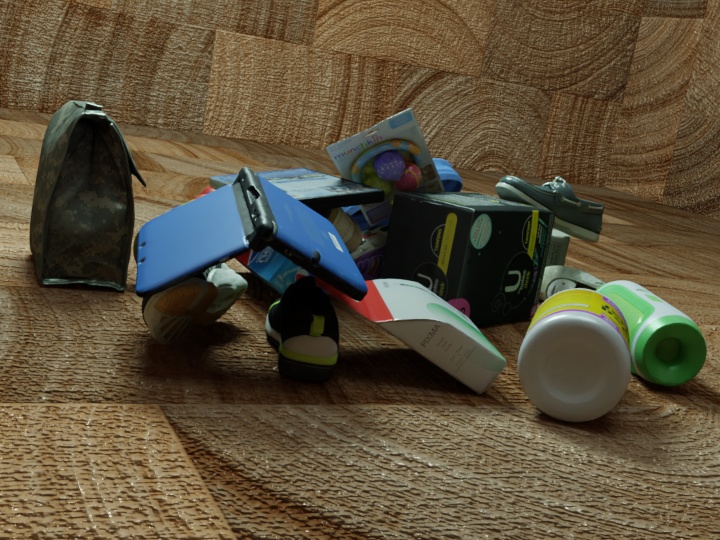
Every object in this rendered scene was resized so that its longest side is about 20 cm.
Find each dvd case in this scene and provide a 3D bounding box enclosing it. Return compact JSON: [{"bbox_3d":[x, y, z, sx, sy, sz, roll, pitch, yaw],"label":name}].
[{"bbox_3d":[-0.082,-0.100,1.175,0.142,0.018,0.200,-9,17,-30],"label":"dvd case"}]

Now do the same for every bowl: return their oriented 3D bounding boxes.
[{"bbox_3d":[0.050,-0.105,1.398,0.200,0.040,0.201,-20,-13,-5],"label":"bowl"}]

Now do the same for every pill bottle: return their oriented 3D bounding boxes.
[{"bbox_3d":[0.219,0.076,0.968,0.104,0.105,0.200,12,12,13],"label":"pill bottle"}]

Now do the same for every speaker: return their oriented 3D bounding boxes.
[{"bbox_3d":[0.334,0.070,1.137,0.088,0.089,0.200,9,11,-6],"label":"speaker"}]

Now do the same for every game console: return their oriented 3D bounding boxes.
[{"bbox_3d":[-0.106,-0.012,0.901,0.170,0.119,0.200,33,11,-21],"label":"game console"}]

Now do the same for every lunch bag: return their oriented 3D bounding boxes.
[{"bbox_3d":[-0.316,-0.096,1.107,0.117,0.201,0.164,4,12,-24],"label":"lunch bag"}]

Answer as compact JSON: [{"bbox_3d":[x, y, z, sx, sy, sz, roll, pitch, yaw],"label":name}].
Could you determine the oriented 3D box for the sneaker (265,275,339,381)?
[{"bbox_3d":[-0.049,0.044,0.949,0.071,0.083,0.200,7,12,-13],"label":"sneaker"}]

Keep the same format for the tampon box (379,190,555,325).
[{"bbox_3d":[0.138,-0.018,1.237,0.126,0.151,0.200,18,14,38],"label":"tampon box"}]

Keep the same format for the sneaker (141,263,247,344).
[{"bbox_3d":[-0.183,0.014,0.942,0.088,0.076,0.200,45,7,4],"label":"sneaker"}]

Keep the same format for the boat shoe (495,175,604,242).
[{"bbox_3d":[0.268,-0.099,1.340,0.199,0.062,0.073,23,-2,-33],"label":"boat shoe"}]

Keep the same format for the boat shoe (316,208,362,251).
[{"bbox_3d":[-0.055,-0.061,1.236,0.065,0.072,0.200,35,-4,-24],"label":"boat shoe"}]

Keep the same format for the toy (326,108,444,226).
[{"bbox_3d":[0.043,-0.115,1.227,0.115,0.047,0.200,-25,-28,5],"label":"toy"}]

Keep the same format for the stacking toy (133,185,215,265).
[{"bbox_3d":[-0.205,-0.056,1.187,0.085,0.086,0.200,11,26,7],"label":"stacking toy"}]

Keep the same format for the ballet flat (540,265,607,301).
[{"bbox_3d":[0.314,0.041,1.323,0.199,0.068,0.062,19,24,39],"label":"ballet flat"}]

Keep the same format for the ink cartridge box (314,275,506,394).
[{"bbox_3d":[0.042,0.033,0.975,0.200,0.050,0.161,37,6,-14],"label":"ink cartridge box"}]

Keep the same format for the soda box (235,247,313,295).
[{"bbox_3d":[-0.107,-0.017,1.184,0.068,0.064,0.200,42,-6,-29],"label":"soda box"}]

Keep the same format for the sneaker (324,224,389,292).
[{"bbox_3d":[0.000,0.000,1.241,0.080,0.084,0.200,-6,13,44],"label":"sneaker"}]

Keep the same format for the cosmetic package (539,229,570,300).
[{"bbox_3d":[0.206,-0.024,1.444,0.199,0.104,0.073,12,11,5],"label":"cosmetic package"}]
